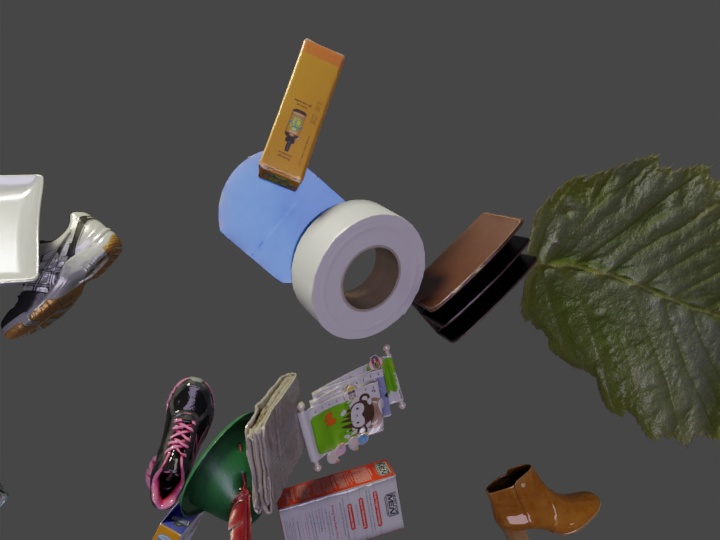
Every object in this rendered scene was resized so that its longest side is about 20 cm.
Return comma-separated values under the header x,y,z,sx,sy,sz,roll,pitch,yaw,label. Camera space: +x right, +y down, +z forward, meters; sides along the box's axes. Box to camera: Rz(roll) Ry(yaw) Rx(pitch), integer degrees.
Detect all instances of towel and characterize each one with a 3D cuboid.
x,y,z,sx,sy,sz,roll,pitch,yaw,label
-0.123,0.249,0.858,0.034,0.200,0.134,-2,101,10,towel

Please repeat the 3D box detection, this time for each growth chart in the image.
x,y,z,sx,sy,sz,roll,pitch,yaw,label
-0.012,0.228,0.951,0.199,0.018,0.146,-29,111,-20,growth chart

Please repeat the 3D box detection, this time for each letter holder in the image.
x,y,z,sx,sy,sz,roll,pitch,yaw,label
0.187,0.014,0.923,0.200,0.142,0.101,-44,106,-5,letter holder

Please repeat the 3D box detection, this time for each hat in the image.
x,y,z,sx,sy,sz,roll,pitch,yaw,label
-0.144,0.336,0.835,0.175,0.166,0.201,28,73,21,hat

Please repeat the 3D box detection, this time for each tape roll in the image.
x,y,z,sx,sy,sz,roll,pitch,yaw,label
0.000,0.000,0.872,0.201,0.071,0.204,-16,121,-28,tape roll

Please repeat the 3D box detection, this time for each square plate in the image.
x,y,z,sx,sy,sz,roll,pitch,yaw,label
-0.507,-0.046,0.723,0.196,0.201,0.029,-6,139,-20,square plate

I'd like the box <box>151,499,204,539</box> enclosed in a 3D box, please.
x,y,z,sx,sy,sz,roll,pitch,yaw,label
-0.297,0.432,0.873,0.041,0.119,0.201,29,92,4,box

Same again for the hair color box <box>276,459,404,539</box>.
x,y,z,sx,sy,sz,roll,pitch,yaw,label
-0.034,0.399,0.967,0.198,0.061,0.103,-11,101,-11,hair color box

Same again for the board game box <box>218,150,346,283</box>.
x,y,z,sx,sy,sz,roll,pitch,yaw,label
-0.116,-0.081,0.886,0.200,0.039,0.158,40,88,-9,board game box

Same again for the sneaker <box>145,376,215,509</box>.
x,y,z,sx,sy,sz,roll,pitch,yaw,label
-0.270,0.263,0.869,0.078,0.095,0.202,16,93,-13,sneaker

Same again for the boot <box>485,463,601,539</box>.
x,y,z,sx,sy,sz,roll,pitch,yaw,label
0.336,0.412,1.058,0.200,0.071,0.145,-22,106,-5,boot

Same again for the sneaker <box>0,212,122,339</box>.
x,y,z,sx,sy,sz,roll,pitch,yaw,label
-0.431,0.004,0.810,0.088,0.076,0.200,44,83,-1,sneaker

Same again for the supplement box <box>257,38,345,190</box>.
x,y,z,sx,sy,sz,roll,pitch,yaw,label
-0.086,-0.222,0.835,0.066,0.069,0.202,21,79,-12,supplement box

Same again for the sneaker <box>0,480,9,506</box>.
x,y,z,sx,sy,sz,roll,pitch,yaw,label
-0.551,0.342,0.825,0.088,0.075,0.202,0,97,-26,sneaker
